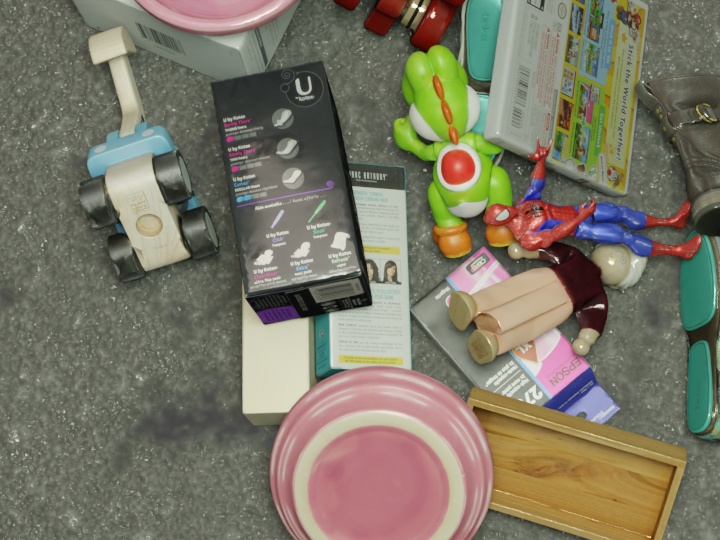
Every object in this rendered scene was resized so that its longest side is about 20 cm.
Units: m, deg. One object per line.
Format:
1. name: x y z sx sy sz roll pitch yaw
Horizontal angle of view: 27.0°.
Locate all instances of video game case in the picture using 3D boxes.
1. video game case: 0.198 -0.190 1.417 0.182 0.023 0.201 19 73 -37

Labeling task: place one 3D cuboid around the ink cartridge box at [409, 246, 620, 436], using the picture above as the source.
1. ink cartridge box: 0.144 0.082 1.408 0.095 0.037 0.200 -39 79 -6

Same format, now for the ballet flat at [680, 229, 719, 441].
1. ballet flat: 0.336 0.060 1.390 0.074 0.074 0.201 2 78 5

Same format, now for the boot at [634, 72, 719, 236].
1. boot: 0.368 -0.116 1.417 0.199 0.069 0.175 4 55 -22

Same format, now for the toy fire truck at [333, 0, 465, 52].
1. toy fire truck: 0.064 -0.319 1.435 0.112 0.200 0.168 27 62 -6

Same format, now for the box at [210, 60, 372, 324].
1. box: -0.060 -0.067 1.335 0.106 0.122 0.201 -11 76 2

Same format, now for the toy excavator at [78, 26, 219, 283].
1. toy excavator: -0.217 -0.115 1.450 0.100 0.195 0.200 -19 31 3

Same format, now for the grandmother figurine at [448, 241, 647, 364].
1. grandmother figurine: 0.183 0.021 1.380 0.200 0.061 0.122 -26 88 -24

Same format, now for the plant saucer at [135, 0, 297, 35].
1. plant saucer: -0.129 -0.308 1.390 0.200 0.051 0.201 -1 77 2

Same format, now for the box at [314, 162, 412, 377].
1. box: 0.000 0.000 1.416 0.082 0.049 0.201 4 75 -19

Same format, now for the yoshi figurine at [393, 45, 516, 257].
1. yoshi figurine: 0.088 -0.122 1.402 0.112 0.112 0.201 -33 118 -30

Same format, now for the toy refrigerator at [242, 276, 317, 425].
1. toy refrigerator: -0.079 0.041 1.412 0.070 0.076 0.201 -3 76 3

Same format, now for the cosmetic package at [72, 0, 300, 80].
1. cosmetic package: -0.156 -0.316 1.483 0.199 0.123 0.201 23 77 9

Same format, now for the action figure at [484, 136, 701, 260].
1. action figure: 0.214 -0.061 1.357 0.199 0.099 0.065 1 50 -9

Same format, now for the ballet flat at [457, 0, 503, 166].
1. ballet flat: 0.119 -0.178 1.450 0.069 0.069 0.201 8 105 6

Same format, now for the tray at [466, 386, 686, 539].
1. tray: 0.184 0.182 1.357 0.199 0.037 0.099 16 109 9

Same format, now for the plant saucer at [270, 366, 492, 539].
1. plant saucer: 0.018 0.187 1.328 0.200 0.051 0.201 1 106 4
